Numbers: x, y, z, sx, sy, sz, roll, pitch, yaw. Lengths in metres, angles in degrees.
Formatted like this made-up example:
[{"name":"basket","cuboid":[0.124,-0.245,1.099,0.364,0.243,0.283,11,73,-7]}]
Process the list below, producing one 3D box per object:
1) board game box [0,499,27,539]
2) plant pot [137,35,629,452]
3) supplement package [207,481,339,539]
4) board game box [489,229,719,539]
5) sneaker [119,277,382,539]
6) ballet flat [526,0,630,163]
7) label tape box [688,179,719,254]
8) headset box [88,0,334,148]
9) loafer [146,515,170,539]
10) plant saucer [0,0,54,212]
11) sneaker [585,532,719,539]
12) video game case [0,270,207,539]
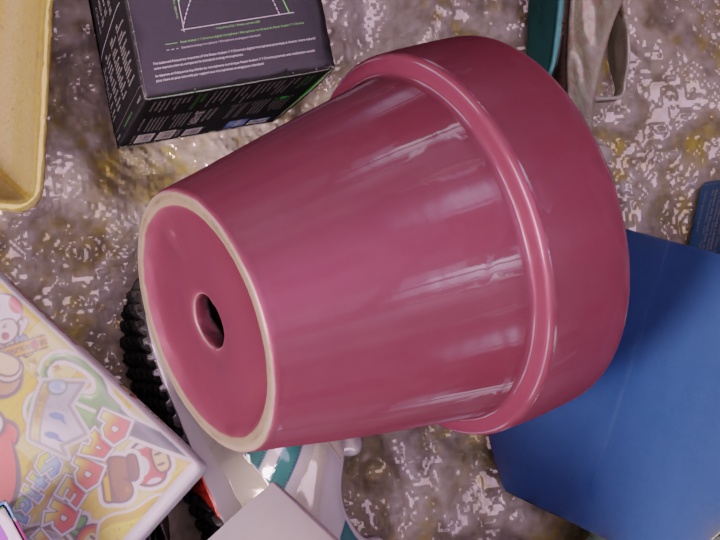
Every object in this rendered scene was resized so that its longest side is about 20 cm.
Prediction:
[{"name":"board game box","cuboid":[-0.181,0.229,0.745,0.153,0.040,0.200,-28,88,-19]},{"name":"plant pot","cuboid":[0.000,0.000,0.796,0.179,0.200,0.200,-19,92,-31]},{"name":"supplement package","cuboid":[-0.012,0.227,0.806,0.120,0.121,0.200,-41,123,-11]},{"name":"board game box","cuboid":[0.152,0.064,0.870,0.039,0.200,0.158,15,92,-40]},{"name":"sneaker","cuboid":[-0.055,0.085,0.872,0.093,0.070,0.200,-26,96,-20]},{"name":"ballet flat","cuboid":[0.119,-0.089,0.921,0.062,0.067,0.200,13,84,-22]},{"name":"label tape box","cuboid":[0.242,0.020,0.873,0.066,0.200,0.144,15,83,-18]},{"name":"headset box","cuboid":[-0.091,-0.175,0.818,0.093,0.174,0.200,-11,89,-13]},{"name":"loafer","cuboid":[-0.129,0.167,0.843,0.073,0.071,0.200,-9,89,-14]},{"name":"plant saucer","cuboid":[-0.259,-0.133,0.840,0.200,0.048,0.200,3,86,-13]},{"name":"sneaker","cuboid":[0.108,0.160,0.898,0.200,0.074,0.118,16,90,-22]},{"name":"video game case","cuboid":[-0.207,0.110,0.812,0.182,0.023,0.200,42,88,8]}]
